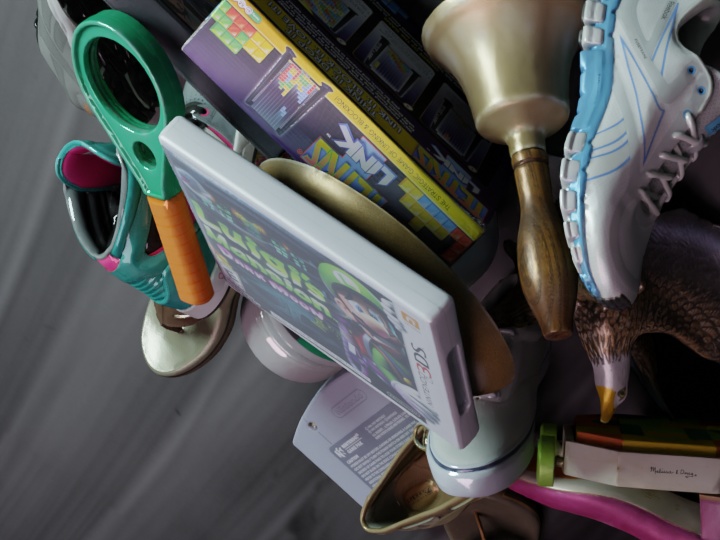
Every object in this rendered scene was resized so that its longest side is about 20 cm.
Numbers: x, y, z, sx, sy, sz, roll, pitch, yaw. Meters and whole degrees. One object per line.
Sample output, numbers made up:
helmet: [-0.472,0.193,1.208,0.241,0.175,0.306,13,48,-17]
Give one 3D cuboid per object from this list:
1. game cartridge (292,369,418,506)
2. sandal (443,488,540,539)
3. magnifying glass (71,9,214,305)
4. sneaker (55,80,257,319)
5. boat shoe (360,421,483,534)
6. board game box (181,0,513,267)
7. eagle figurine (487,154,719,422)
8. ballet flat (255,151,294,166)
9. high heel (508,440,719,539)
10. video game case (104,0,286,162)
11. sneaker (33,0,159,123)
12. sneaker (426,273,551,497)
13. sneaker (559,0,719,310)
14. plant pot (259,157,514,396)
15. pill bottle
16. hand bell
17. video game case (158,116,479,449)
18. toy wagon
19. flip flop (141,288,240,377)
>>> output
game cartridge: [0.030,0.126,1.280,0.133,0.040,0.200,40,140,-7]
sandal: [0.105,0.242,1.301,0.080,0.054,0.200,3,135,6]
magnifying glass: [-0.127,-0.065,0.975,0.080,0.022,0.200,16,135,39]
sneaker: [-0.141,-0.076,1.071,0.121,0.200,0.084,21,151,-34]
boat shoe: [0.063,0.148,1.184,0.073,0.063,0.200,58,145,21]
board game box: [0.005,-0.106,0.973,0.200,0.165,0.057,44,119,-6]
eagle figurine: [0.174,0.025,1.016,0.152,0.200,0.151,44,117,44]
ballet flat: [-0.125,-0.048,1.210,0.200,0.064,0.076,-14,119,43]
high heel: [0.196,0.185,1.182,0.200,0.067,0.096,4,120,16]
video game case: [-0.107,-0.161,1.017,0.200,0.181,0.026,44,104,-6]
sneaker: [-0.206,-0.188,1.135,0.079,0.074,0.200,16,136,32]
sneaker: [0.084,0.071,1.064,0.073,0.200,0.071,-4,119,16]
sneaker: [0.163,-0.075,0.880,0.087,0.200,0.075,0,161,25]
plant pot: [0.006,0.012,0.960,0.200,0.027,0.200,37,162,14]
pill bottle: [0.000,0.000,1.122,0.113,0.113,0.200,43,141,-5]
hand bell: [0.096,-0.055,0.912,0.104,0.200,0.104,-5,156,-2]
video game case: [-0.021,0.011,0.929,0.200,0.023,0.182,35,162,23]
toy wagon: [0.196,0.121,1.067,0.155,0.200,0.040,4,93,7]
flip flop: [-0.116,0.003,1.143,0.200,0.058,0.081,-49,59,42]
